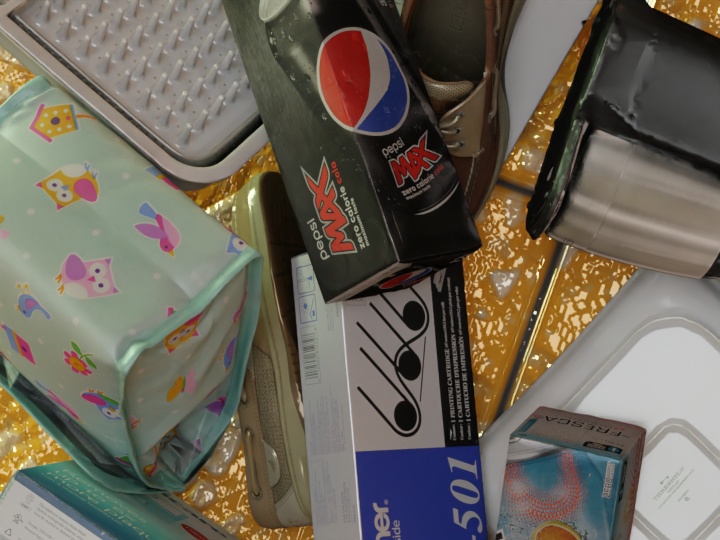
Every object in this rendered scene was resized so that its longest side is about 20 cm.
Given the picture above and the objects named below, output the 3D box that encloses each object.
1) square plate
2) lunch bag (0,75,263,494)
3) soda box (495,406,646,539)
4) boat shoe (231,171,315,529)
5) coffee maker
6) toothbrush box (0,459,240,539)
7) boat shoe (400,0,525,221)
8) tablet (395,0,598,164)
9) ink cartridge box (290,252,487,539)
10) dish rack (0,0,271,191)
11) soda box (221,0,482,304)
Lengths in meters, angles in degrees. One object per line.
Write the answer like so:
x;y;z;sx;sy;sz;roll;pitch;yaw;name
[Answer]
0.177;0.119;1.256;0.198;0.028;0.200;44;94;8;square plate
-0.146;0.022;1.215;0.170;0.200;0.122;40;64;17;lunch bag
0.104;0.180;1.216;0.063;0.068;0.201;10;104;17;soda box
-0.052;0.046;1.268;0.064;0.071;0.201;-11;86;28;boat shoe
0.210;-0.071;1.193;0.200;0.135;0.192;20;111;-2;coffee maker
-0.120;0.174;1.207;0.146;0.200;0.085;33;92;9;toothbrush box
0.043;-0.102;1.233;0.076;0.072;0.200;14;115;17;boat shoe
0.024;-0.160;1.269;0.200;0.014;0.130;33;118;7;tablet
0.018;0.089;1.238;0.044;0.094;0.201;-12;79;49;ink cartridge box
-0.117;-0.138;1.245;0.200;0.044;0.172;40;51;5;dish rack
-0.009;-0.089;1.195;0.071;0.063;0.200;-30;75;47;soda box
